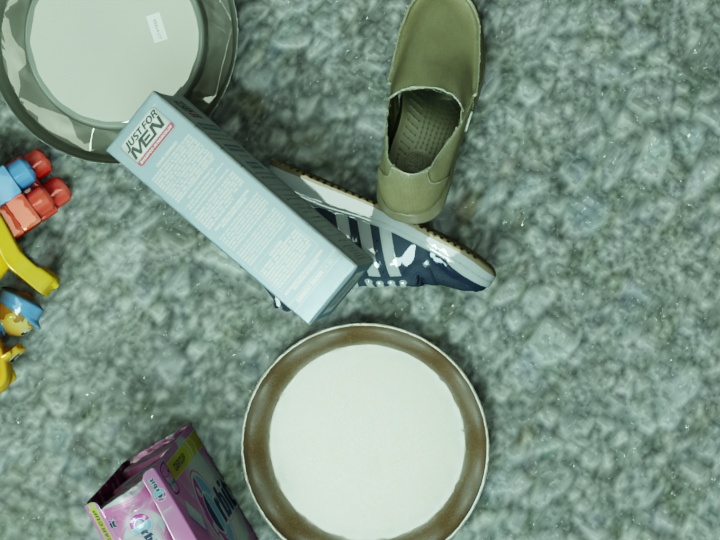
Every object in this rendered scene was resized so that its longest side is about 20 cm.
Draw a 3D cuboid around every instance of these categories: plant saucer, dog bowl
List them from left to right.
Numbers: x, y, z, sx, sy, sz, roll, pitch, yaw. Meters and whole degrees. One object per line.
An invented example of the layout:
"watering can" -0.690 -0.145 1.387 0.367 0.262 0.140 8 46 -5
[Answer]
"dog bowl" -0.191 -0.185 1.614 0.199 0.059 0.201 0 95 4
"plant saucer" 0.004 0.141 1.638 0.199 0.032 0.201 0 93 4

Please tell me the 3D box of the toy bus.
"toy bus" -0.304 -0.002 1.612 0.192 0.136 0.201 -32 94 -10

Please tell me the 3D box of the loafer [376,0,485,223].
"loafer" 0.057 -0.136 1.571 0.076 0.067 0.201 8 72 0

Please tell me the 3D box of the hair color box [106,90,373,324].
"hair color box" -0.088 -0.048 1.533 0.200 0.099 0.061 41 97 4

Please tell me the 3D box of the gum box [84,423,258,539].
"gum box" -0.143 0.198 1.567 0.066 0.200 0.114 -30 93 5

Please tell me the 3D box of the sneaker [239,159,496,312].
"sneaker" 0.000 0.000 1.608 0.199 0.070 0.109 25 92 7
